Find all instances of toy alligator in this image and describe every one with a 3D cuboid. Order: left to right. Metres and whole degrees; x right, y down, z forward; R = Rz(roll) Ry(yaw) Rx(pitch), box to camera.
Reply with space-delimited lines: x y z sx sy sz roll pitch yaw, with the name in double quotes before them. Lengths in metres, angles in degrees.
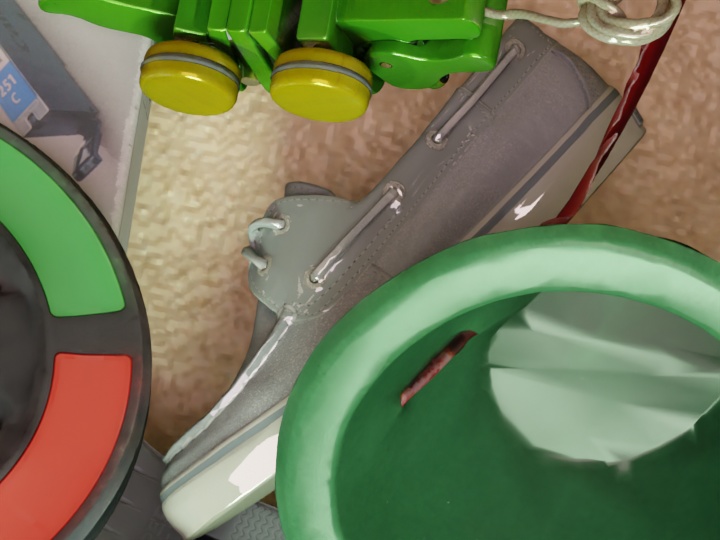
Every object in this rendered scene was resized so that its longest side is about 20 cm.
"toy alligator" 0.002 -0.072 0.888 0.199 0.054 0.060 4 70 17

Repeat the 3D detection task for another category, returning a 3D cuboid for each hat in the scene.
"hat" 0.078 0.015 0.923 0.200 0.176 0.166 -38 108 25

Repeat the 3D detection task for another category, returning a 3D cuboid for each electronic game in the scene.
"electronic game" -0.159 0.025 0.846 0.199 0.201 0.042 15 144 0

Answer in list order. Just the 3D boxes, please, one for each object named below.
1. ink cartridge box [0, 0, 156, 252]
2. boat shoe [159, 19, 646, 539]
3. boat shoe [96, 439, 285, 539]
"ink cartridge box" -0.157 -0.039 0.934 0.175 0.045 0.201 8 78 0
"boat shoe" 0.000 0.000 0.947 0.201 0.070 0.072 -43 86 -10
"boat shoe" -0.090 0.090 0.974 0.200 0.074 0.067 31 138 9
